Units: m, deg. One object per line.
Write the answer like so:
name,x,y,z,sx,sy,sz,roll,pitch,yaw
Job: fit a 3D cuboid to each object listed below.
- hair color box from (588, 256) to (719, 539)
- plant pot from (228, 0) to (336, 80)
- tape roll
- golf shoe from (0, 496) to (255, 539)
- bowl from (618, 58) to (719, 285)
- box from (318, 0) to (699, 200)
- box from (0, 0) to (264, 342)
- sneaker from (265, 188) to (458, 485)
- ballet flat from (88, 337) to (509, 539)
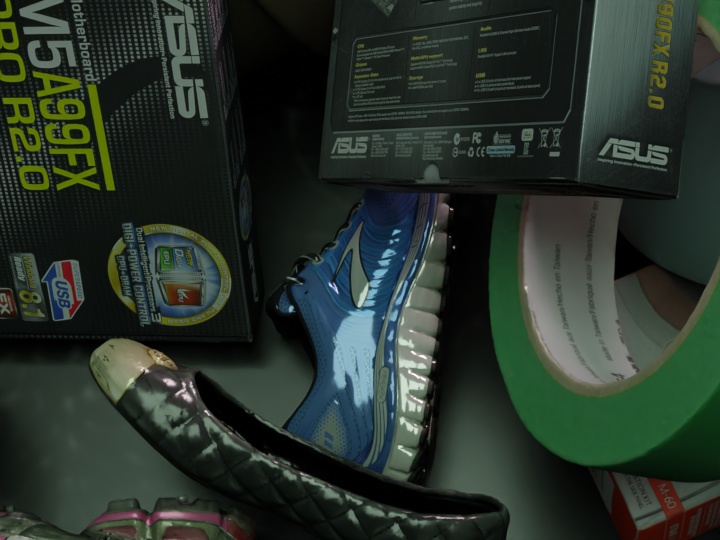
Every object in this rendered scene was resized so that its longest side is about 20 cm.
hair color box,0.191,0.038,0.745,0.199,0.064,0.112,-23,66,-4
plant pot,-0.110,-0.154,0.809,0.174,0.200,0.201,-37,67,11
tape roll,0.118,-0.022,0.628,0.048,0.200,0.202,12,65,-25
golf shoe,-0.145,0.153,0.726,0.198,0.073,0.093,-3,69,5
bowl,0.198,-0.094,0.732,0.199,0.106,0.202,-12,41,10
box,0.055,-0.110,0.655,0.048,0.199,0.160,7,89,-29
box,-0.133,-0.058,0.754,0.159,0.201,0.044,1,37,7
sneaker,0.000,0.000,0.776,0.088,0.079,0.202,6,69,7
ballet flat,-0.027,0.079,0.714,0.199,0.066,0.057,29,104,4
